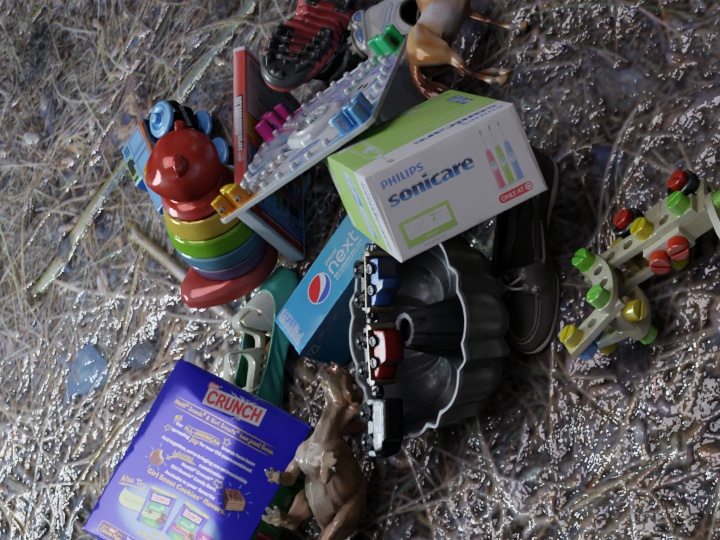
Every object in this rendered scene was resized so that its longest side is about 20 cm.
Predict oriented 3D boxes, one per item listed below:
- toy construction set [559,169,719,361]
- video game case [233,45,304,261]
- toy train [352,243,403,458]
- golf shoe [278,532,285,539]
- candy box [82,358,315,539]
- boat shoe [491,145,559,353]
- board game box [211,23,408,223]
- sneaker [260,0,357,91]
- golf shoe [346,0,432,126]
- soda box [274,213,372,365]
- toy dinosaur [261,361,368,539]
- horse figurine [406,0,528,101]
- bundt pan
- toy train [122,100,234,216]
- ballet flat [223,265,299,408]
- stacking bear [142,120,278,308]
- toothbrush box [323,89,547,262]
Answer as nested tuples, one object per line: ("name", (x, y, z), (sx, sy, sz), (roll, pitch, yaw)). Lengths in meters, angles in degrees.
("toy construction set", (0.259, -0.005, 1.213), (0.199, 0.092, 0.132), (-23, 35, 29))
("video game case", (-0.100, -0.127, 1.587), (0.017, 0.143, 0.201), (-12, 65, 20))
("toy train", (0.019, 0.074, 1.346), (0.046, 0.034, 0.201), (-8, 84, 54))
("golf shoe", (-0.157, 0.289, 1.523), (0.199, 0.088, 0.078), (12, 81, 45))
("candy box", (-0.155, 0.218, 1.467), (0.168, 0.077, 0.201), (25, 78, 20))
("boat shoe", (0.148, -0.024, 1.357), (0.067, 0.057, 0.201), (-12, 66, 42))
("board game box", (-0.049, -0.151, 1.440), (0.199, 0.026, 0.200), (-32, 21, 29))
("sneaker", (-0.059, -0.239, 1.590), (0.201, 0.070, 0.098), (-63, -10, -49))
("golf shoe", (0.047, -0.215, 1.525), (0.097, 0.078, 0.201), (-31, 56, 26))
("soda box", (0.000, 0.000, 1.489), (0.200, 0.068, 0.064), (-54, 44, 15))
("toy dinosaur", (-0.021, 0.204, 1.413), (0.085, 0.135, 0.201), (14, 111, 32))
("horse figurine", (0.096, -0.237, 1.449), (0.132, 0.050, 0.201), (11, 61, 11))
("bundt pan", (0.071, 0.055, 1.363), (0.201, 0.075, 0.203), (3, 93, 58))
("toy train", (-0.215, -0.118, 1.746), (0.114, 0.086, 0.200), (-54, 46, 28))
("ballet flat", (-0.111, 0.084, 1.567), (0.067, 0.070, 0.201), (-10, 67, 47))
("stacking bear", (-0.169, -0.070, 1.553), (0.113, 0.200, 0.122), (-7, 50, 14))
("toothbrush box", (0.061, -0.091, 1.304), (0.145, 0.086, 0.200), (-26, 14, -7))
